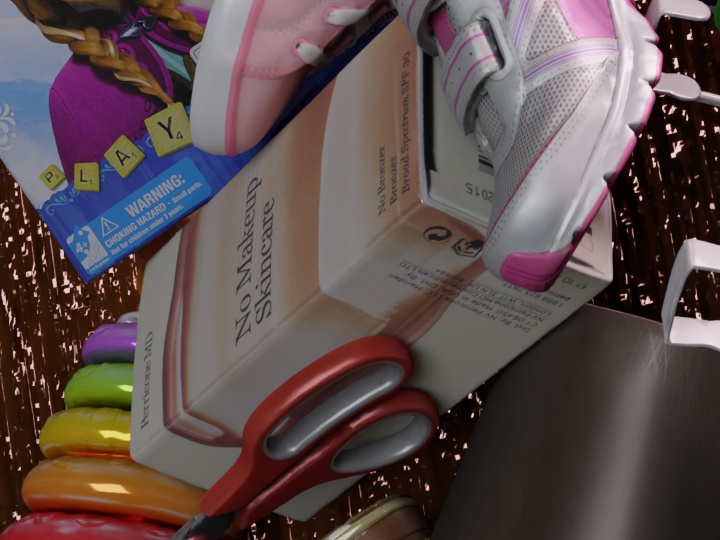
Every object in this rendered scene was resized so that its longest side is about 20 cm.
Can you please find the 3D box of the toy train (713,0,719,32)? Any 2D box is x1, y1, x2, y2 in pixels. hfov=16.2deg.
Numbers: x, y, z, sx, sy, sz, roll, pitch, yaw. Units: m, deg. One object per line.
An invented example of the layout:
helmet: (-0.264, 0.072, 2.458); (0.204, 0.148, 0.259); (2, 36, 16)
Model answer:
toy train: (0.150, -0.107, 0.896); (0.056, 0.042, 0.201); (-13, 115, 9)

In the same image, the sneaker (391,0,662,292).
sneaker: (0.049, -0.083, 0.855); (0.088, 0.081, 0.201); (11, 56, -9)

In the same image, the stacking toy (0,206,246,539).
stacking toy: (-0.087, 0.059, 1.051); (0.109, 0.116, 0.201); (3, 72, 20)

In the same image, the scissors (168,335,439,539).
scissors: (-0.057, 0.089, 0.929); (0.200, 0.073, 0.014); (-33, 54, 11)

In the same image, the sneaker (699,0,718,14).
sneaker: (0.154, -0.117, 0.947); (0.200, 0.090, 0.067); (31, 99, 25)

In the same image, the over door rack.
over door rack: (0.173, 0.005, 0.845); (0.067, 0.199, 0.148); (-55, 22, 35)

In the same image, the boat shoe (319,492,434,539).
boat shoe: (-0.022, 0.177, 1.008); (0.068, 0.072, 0.200); (43, 112, 24)

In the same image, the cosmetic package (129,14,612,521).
cosmetic package: (0.000, 0.000, 0.953); (0.200, 0.087, 0.104); (-43, 36, 42)

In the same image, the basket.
basket: (0.086, 0.120, 0.934); (0.180, 0.136, 0.201); (9, 81, 57)

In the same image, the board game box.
board game box: (-0.082, -0.132, 1.007); (0.200, 0.041, 0.200); (-34, 96, 7)

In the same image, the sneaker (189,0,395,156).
sneaker: (0.013, -0.122, 0.946); (0.104, 0.075, 0.201); (24, 94, 3)
